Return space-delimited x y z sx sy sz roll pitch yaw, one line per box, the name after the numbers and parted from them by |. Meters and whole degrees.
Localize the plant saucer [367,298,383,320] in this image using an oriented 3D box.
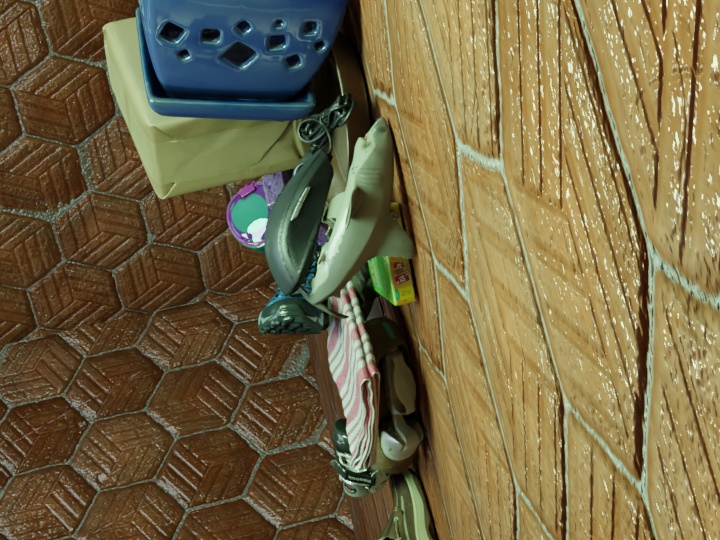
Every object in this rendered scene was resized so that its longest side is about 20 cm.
0.013 0.101 1.936 0.200 0.036 0.203 168 90 -84 | plant saucer

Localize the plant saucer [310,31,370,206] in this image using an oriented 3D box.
-0.024 -0.164 1.596 0.200 0.034 0.203 171 90 -77 | plant saucer

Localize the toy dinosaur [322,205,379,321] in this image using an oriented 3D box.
0.000 0.000 1.738 0.103 0.076 0.202 -75 -33 -64 | toy dinosaur

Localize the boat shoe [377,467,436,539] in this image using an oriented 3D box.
0.049 0.310 1.790 0.203 0.074 0.075 -109 8 -55 | boat shoe

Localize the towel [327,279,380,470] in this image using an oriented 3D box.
-0.014 0.091 1.620 0.201 0.030 0.148 -107 14 -45 | towel

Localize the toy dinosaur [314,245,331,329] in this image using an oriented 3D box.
-0.042 0.014 1.913 0.200 0.047 0.089 104 141 -74 | toy dinosaur

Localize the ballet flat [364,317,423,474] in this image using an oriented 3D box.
0.039 0.148 1.665 0.072 0.067 0.202 36 137 55 | ballet flat

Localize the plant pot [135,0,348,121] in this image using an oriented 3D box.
-0.130 -0.261 1.520 0.201 0.197 0.181 -105 21 -46 | plant pot

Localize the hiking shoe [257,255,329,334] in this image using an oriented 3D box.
-0.074 0.026 1.699 0.200 0.073 0.088 -27 -63 -88 | hiking shoe

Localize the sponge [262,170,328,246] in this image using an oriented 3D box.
-0.064 -0.091 1.901 0.200 0.030 0.113 39 -149 -55 | sponge

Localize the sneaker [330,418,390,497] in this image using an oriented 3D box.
0.006 0.225 1.797 0.089 0.073 0.200 -68 -18 -3 | sneaker

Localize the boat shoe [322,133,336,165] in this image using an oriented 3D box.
-0.039 -0.141 1.779 0.200 0.071 0.066 -138 45 -81 | boat shoe

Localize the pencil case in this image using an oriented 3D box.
-0.088 -0.055 1.971 0.200 0.084 0.094 25 -130 -61 | pencil case

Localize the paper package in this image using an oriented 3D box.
-0.164 -0.195 1.669 0.104 0.188 0.201 90 160 -44 | paper package

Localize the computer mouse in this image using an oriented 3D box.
-0.065 -0.074 1.490 0.140 0.046 0.202 164 123 -74 | computer mouse

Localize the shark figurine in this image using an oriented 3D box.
0.002 -0.017 1.421 0.129 0.088 0.216 -89 19 -57 | shark figurine

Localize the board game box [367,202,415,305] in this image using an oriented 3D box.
0.024 -0.022 1.554 0.200 0.030 0.097 -156 56 -81 | board game box
